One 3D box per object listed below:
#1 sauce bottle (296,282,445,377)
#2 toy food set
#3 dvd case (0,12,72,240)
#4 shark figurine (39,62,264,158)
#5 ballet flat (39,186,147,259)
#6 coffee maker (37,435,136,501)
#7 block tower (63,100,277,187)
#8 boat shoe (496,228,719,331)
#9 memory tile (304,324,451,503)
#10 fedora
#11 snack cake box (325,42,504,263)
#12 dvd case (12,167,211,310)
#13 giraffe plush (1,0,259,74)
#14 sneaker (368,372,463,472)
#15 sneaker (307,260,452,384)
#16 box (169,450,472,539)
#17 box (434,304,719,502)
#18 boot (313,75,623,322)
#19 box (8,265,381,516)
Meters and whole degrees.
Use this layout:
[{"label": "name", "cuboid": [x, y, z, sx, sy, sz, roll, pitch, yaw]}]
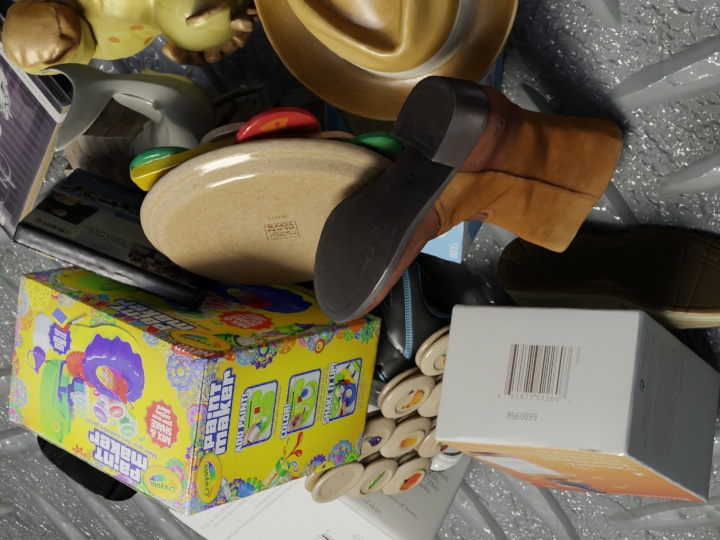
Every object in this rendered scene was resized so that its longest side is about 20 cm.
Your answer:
[{"label": "sauce bottle", "cuboid": [-0.013, 0.025, 1.314, 0.200, 0.066, 0.066, 29, 140, 3]}, {"label": "toy food set", "cuboid": [-0.056, -0.049, 1.089, 0.200, 0.049, 0.198, -14, 153, 17]}, {"label": "dvd case", "cuboid": [-0.317, -0.136, 1.331, 0.149, 0.016, 0.200, 50, 142, 12]}, {"label": "shark figurine", "cuboid": [-0.137, -0.099, 1.125, 0.128, 0.090, 0.214, -12, 171, 9]}, {"label": "ballet flat", "cuboid": [-0.237, -0.049, 1.378, 0.200, 0.057, 0.066, -21, 117, 43]}, {"label": "coffee maker", "cuboid": [-0.227, 0.120, 1.441, 0.135, 0.192, 0.200, 53, 140, 16]}, {"label": "block tower", "cuboid": [-0.157, -0.104, 1.278, 0.200, 0.054, 0.058, 2, 131, 28]}, {"label": "boat shoe", "cuboid": [0.206, 0.013, 1.174, 0.200, 0.074, 0.066, 8, 151, 24]}, {"label": "memory tile", "cuboid": [0.053, 0.120, 1.274, 0.200, 0.153, 0.017, -50, 58, 22]}, {"label": "fedora", "cuboid": [0.005, -0.194, 1.010, 0.200, 0.082, 0.201, 3, 101, 18]}, {"label": "snack cake box", "cuboid": [0.039, -0.110, 1.145, 0.115, 0.067, 0.200, 17, 138, 16]}, {"label": "dvd case", "cuboid": [-0.177, -0.028, 1.201, 0.142, 0.200, 0.018, 22, 105, -4]}, {"label": "giraffe plush", "cuboid": [-0.152, -0.203, 1.108, 0.162, 0.173, 0.200, -2, 137, 21]}, {"label": "sneaker", "cuboid": [0.025, 0.094, 1.365, 0.200, 0.074, 0.079, 34, 131, -13]}, {"label": "sneaker", "cuboid": [0.000, 0.000, 1.250, 0.200, 0.082, 0.073, 52, 178, -10]}, {"label": "box", "cuboid": [-0.039, 0.199, 1.453, 0.200, 0.131, 0.199, 37, 139, -7]}, {"label": "box", "cuboid": [0.171, 0.104, 1.184, 0.152, 0.107, 0.200, 0, 163, 31]}, {"label": "boot", "cuboid": [0.076, -0.038, 1.073, 0.068, 0.200, 0.189, 35, 107, 39]}, {"label": "box", "cuboid": [-0.126, 0.076, 1.177, 0.200, 0.192, 0.122, 21, 110, 35]}]
